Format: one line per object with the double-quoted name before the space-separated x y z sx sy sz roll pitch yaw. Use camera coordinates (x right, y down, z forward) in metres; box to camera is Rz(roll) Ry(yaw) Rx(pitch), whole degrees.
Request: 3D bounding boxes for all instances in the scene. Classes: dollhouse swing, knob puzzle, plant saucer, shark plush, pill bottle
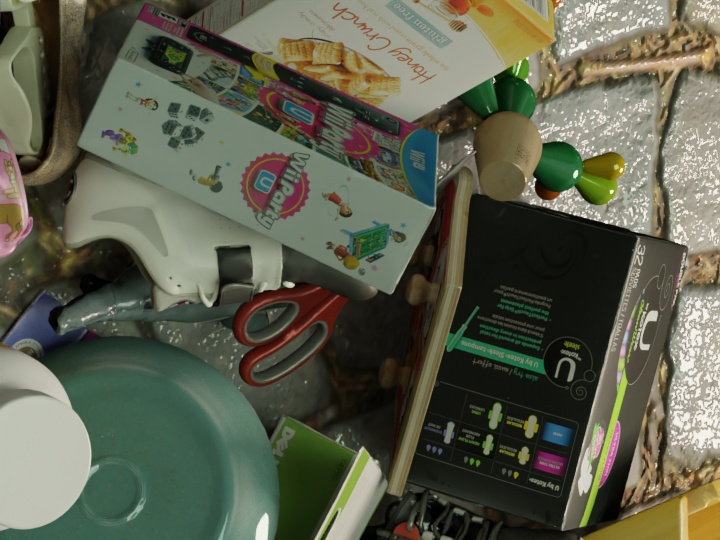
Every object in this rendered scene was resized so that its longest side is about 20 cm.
"dollhouse swing" 0.225 0.255 1.734 0.200 0.181 0.177 -5 71 -63
"knob puzzle" 0.038 0.016 1.601 0.030 0.220 0.221 12 95 -3
"plant saucer" -0.148 0.134 1.460 0.198 0.036 0.201 0 76 -1
"shark plush" -0.103 0.001 1.527 0.199 0.083 0.092 2 101 -37
"pill bottle" -0.227 0.087 1.378 0.104 0.200 0.105 -6 102 -32

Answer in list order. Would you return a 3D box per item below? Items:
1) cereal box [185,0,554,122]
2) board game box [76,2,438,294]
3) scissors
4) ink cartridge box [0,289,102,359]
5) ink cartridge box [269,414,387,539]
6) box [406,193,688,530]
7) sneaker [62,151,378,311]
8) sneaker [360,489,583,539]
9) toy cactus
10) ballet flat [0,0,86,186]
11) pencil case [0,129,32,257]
"cereal box" 0.000 -0.146 1.510 0.144 0.199 0.040 33 42 -36
"board game box" -0.056 -0.075 1.433 0.199 0.148 0.065 25 109 -7
"scissors" 0.000 0.000 1.543 0.200 0.014 0.073 -36 136 -12
"ink cartridge box" -0.186 0.149 1.530 0.197 0.043 0.200 -54 128 -13
"ink cartridge box" -0.051 0.169 1.540 0.148 0.075 0.200 -62 171 -8
"box" 0.126 0.062 1.657 0.148 0.124 0.201 5 100 -69
"sneaker" -0.086 -0.008 1.471 0.199 0.074 0.089 22 87 -6
"sneaker" 0.055 0.188 1.630 0.077 0.199 0.082 -47 120 -54
"toy cactus" 0.109 -0.102 1.623 0.200 0.102 0.165 54 24 -24
"ballet flat" -0.195 -0.143 1.424 0.067 0.068 0.201 -43 131 -64
"pencil case" -0.284 -0.027 1.379 0.199 0.083 0.087 -20 123 -29
